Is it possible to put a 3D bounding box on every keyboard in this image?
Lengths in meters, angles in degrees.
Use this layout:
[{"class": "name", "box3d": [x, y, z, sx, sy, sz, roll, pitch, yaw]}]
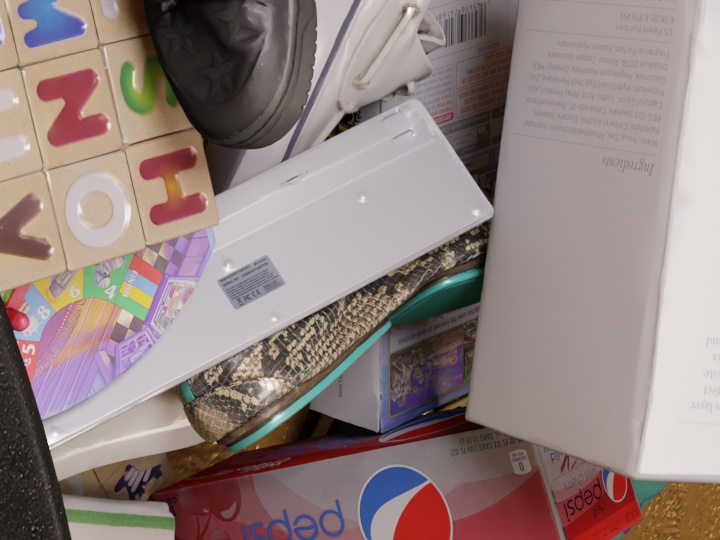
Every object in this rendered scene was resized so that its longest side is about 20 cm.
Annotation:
[{"class": "keyboard", "box3d": [-0.044, -0.001, 1.000, 0.200, 0.056, 0.011, -28, 171, -23]}]

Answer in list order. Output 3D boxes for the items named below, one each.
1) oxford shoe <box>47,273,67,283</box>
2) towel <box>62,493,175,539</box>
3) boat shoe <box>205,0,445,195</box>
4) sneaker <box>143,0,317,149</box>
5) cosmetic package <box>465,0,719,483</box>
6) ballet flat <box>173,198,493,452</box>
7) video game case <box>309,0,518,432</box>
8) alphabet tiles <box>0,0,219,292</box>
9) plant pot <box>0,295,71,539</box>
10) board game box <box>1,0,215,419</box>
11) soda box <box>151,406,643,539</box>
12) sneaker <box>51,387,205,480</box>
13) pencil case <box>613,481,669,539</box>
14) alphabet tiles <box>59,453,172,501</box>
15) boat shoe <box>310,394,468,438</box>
[{"class": "oxford shoe", "box3d": [-0.098, -0.071, 0.975, 0.200, 0.071, 0.074, -53, 129, -15]}, {"class": "towel", "box3d": [-0.114, 0.188, 1.090, 0.152, 0.023, 0.201, 15, 67, -59]}, {"class": "boat shoe", "box3d": [0.000, -0.096, 1.046, 0.065, 0.072, 0.201, 19, 110, -18]}, {"class": "sneaker", "box3d": [-0.074, -0.138, 0.848, 0.104, 0.060, 0.201, 2, 78, -53]}, {"class": "cosmetic package", "box3d": [0.162, -0.025, 1.039, 0.199, 0.123, 0.201, 5, 93, -30]}, {"class": "ballet flat", "box3d": [0.000, 0.000, 1.059, 0.200, 0.075, 0.068, -28, 178, -41]}, {"class": "video game case", "box3d": [0.056, -0.046, 1.188, 0.200, 0.045, 0.182, -21, 117, -46]}, {"class": "alphabet tiles", "box3d": [-0.103, -0.100, 0.866, 0.167, 0.008, 0.201, -19, 99, -43]}, {"class": "plant pot", "box3d": [-0.210, 0.054, 0.799, 0.200, 0.199, 0.178, -21, 122, -46]}, {"class": "board game box", "box3d": [-0.117, -0.041, 0.900, 0.158, 0.039, 0.201, -23, 110, -30]}, {"class": "soda box", "box3d": [0.012, 0.099, 1.146, 0.070, 0.199, 0.064, -22, 96, -54]}, {"class": "sneaker", "box3d": [-0.090, 0.023, 1.034, 0.200, 0.073, 0.085, -26, 140, -41]}, {"class": "pencil case", "box3d": [0.104, 0.124, 1.416, 0.200, 0.085, 0.092, -49, 120, -15]}, {"class": "alphabet tiles", "box3d": [-0.132, 0.062, 1.088, 0.166, 0.006, 0.200, -46, 148, -20]}, {"class": "boat shoe", "box3d": [0.018, 0.070, 1.264, 0.072, 0.060, 0.202, 15, 104, -58]}]
